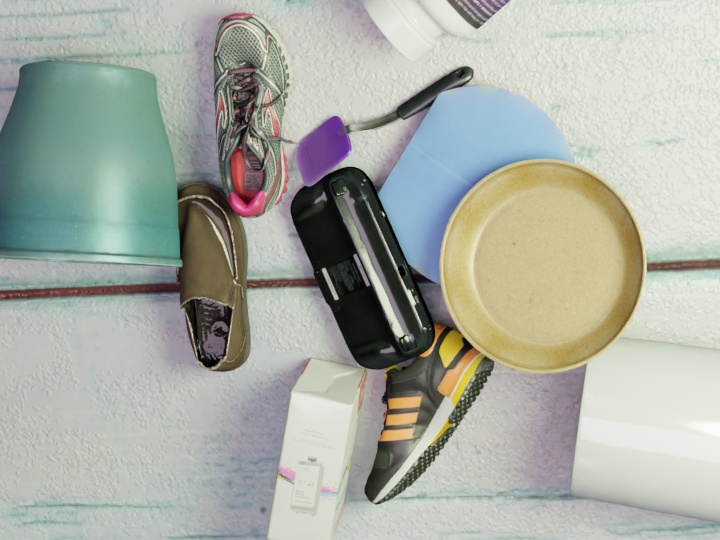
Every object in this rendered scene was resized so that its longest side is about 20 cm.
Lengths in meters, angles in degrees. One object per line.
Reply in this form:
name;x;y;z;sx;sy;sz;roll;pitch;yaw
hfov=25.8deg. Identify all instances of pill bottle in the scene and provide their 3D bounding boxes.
pill bottle;0.099;-0.289;1.460;0.200;0.111;0.112;-40;95;15

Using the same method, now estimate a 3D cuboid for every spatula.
spatula;0.023;-0.150;1.547;0.199;0.021;0.057;-27;55;7

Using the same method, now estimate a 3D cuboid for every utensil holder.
utensil holder;0.308;0.154;1.507;0.198;0.170;0.172;7;104;9

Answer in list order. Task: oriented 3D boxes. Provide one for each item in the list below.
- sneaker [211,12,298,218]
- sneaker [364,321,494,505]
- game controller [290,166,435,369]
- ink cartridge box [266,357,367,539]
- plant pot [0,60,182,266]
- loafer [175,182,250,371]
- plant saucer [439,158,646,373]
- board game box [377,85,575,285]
sneaker;-0.106;-0.151;1.543;0.080;0.075;0.202;-4;102;9
sneaker;0.051;0.143;1.602;0.090;0.070;0.201;40;109;17
game controller;0.000;0.000;1.565;0.104;0.042;0.201;-22;91;44
ink cartridge box;-0.046;0.205;1.598;0.067;0.117;0.202;12;106;5
plant pot;-0.267;-0.102;1.527;0.198;0.200;0.190;3;89;8
loafer;-0.150;0.011;1.590;0.072;0.071;0.202;-9;102;10
plant saucer;0.174;-0.004;1.492;0.198;0.035;0.202;-1;88;18
board game box;0.115;-0.082;1.547;0.157;0.039;0.201;33;104;6
